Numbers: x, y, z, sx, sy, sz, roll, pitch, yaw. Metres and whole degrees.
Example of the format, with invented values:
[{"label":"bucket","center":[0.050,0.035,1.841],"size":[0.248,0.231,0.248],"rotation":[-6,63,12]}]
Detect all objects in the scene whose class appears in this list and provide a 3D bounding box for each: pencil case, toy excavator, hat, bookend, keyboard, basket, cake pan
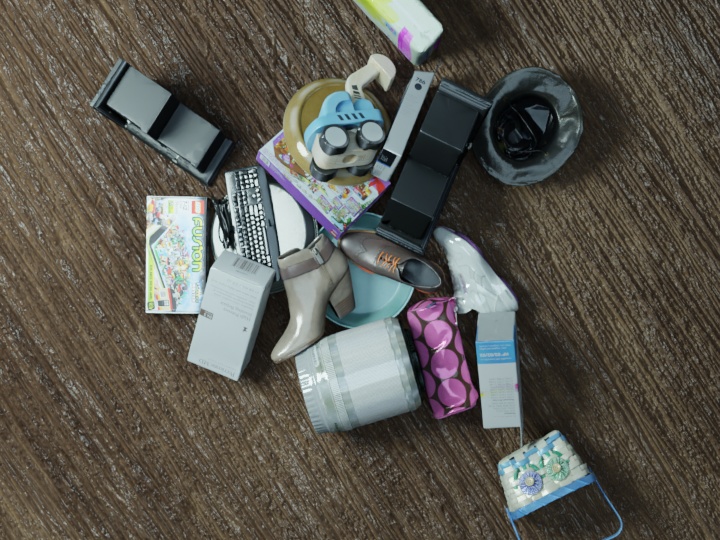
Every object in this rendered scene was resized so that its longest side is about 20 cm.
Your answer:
[{"label":"pencil case","center":[0.145,0.148,1.752],"size":[0.092,0.091,0.204],"rotation":[-14,94,10]},{"label":"toy excavator","center":[-0.012,-0.268,1.695],"size":[0.191,0.100,0.203],"rotation":[-9,66,-20]},{"label":"hat","center":[0.286,-0.244,1.751],"size":[0.196,0.081,0.205],"rotation":[0,92,9]},{"label":"bookend","center":[0.117,-0.165,1.653],"size":[0.091,0.201,0.201],"rotation":[24,63,0]},{"label":"bookend","center":[-0.323,-0.242,1.696],"size":[0.198,0.199,0.093],"rotation":[34,89,-1]},{"label":"keyboard","center":[-0.198,-0.073,1.727],"size":[0.102,0.040,0.204],"rotation":[-11,84,10]},{"label":"basket","center":[0.325,0.391,1.727],"size":[0.174,0.139,0.202],"rotation":[-29,81,0]},{"label":"cake pan","center":[-0.172,-0.062,1.760],"size":[0.196,0.037,0.205],"rotation":[-1,87,12]}]

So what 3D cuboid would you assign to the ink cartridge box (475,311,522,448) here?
[{"label":"ink cartridge box","center":[0.237,0.186,1.718],"size":[0.066,0.115,0.204],"rotation":[-4,111,11]}]

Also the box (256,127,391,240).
[{"label":"box","center":[-0.063,-0.170,1.743],"size":[0.200,0.039,0.137],"rotation":[45,66,3]}]

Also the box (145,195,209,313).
[{"label":"box","center":[-0.320,-0.028,1.781],"size":[0.108,0.035,0.205],"rotation":[0,91,0]}]

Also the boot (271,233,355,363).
[{"label":"boot","center":[-0.099,0.040,1.707],"size":[0.199,0.070,0.148],"rotation":[-37,111,-22]}]

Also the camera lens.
[{"label":"camera lens","center":[0.002,0.177,1.717],"size":[0.196,0.160,0.163],"rotation":[-16,91,1]}]

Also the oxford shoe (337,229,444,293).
[{"label":"oxford shoe","center":[0.053,-0.020,1.722],"size":[0.196,0.073,0.072],"rotation":[20,91,2]}]

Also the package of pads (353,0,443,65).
[{"label":"package of pads","center":[0.053,-0.444,1.713],"size":[0.068,0.155,0.200],"rotation":[-43,91,4]}]

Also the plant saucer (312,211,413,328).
[{"label":"plant saucer","center":[0.000,0.000,1.778],"size":[0.195,0.036,0.205],"rotation":[0,90,0]}]

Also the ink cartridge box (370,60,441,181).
[{"label":"ink cartridge box","center":[0.076,-0.257,1.708],"size":[0.039,0.100,0.203],"rotation":[24,66,-2]}]

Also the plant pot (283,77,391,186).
[{"label":"plant pot","center":[-0.034,-0.243,1.739],"size":[0.196,0.028,0.204],"rotation":[5,71,-14]}]

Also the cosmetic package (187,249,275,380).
[{"label":"cosmetic package","center":[-0.219,0.077,1.719],"size":[0.100,0.074,0.203],"rotation":[20,119,4]}]

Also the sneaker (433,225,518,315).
[{"label":"sneaker","center":[0.183,0.014,1.756],"size":[0.099,0.075,0.201],"rotation":[-40,90,0]}]
